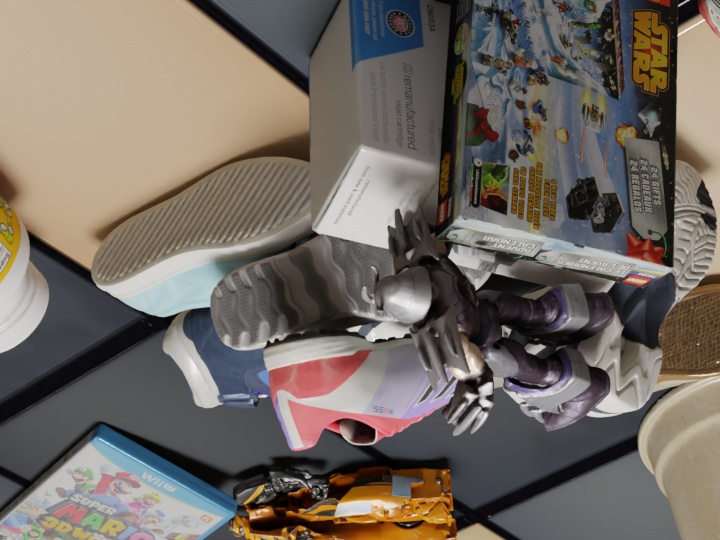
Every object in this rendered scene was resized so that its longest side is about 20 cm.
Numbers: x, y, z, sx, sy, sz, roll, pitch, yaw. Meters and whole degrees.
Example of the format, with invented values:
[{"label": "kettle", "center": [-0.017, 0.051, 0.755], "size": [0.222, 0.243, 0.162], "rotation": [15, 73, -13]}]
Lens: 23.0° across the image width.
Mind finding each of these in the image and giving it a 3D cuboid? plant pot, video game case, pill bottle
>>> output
[{"label": "plant pot", "center": [0.337, 0.205, 1.435], "size": [0.199, 0.184, 0.201], "rotation": [-2, 142, -2]}, {"label": "video game case", "center": [-0.219, 0.217, 1.530], "size": [0.143, 0.018, 0.200], "rotation": [33, 130, -21]}, {"label": "pill bottle", "center": [-0.289, -0.028, 1.172], "size": [0.104, 0.105, 0.200], "rotation": [-16, 140, 16]}]

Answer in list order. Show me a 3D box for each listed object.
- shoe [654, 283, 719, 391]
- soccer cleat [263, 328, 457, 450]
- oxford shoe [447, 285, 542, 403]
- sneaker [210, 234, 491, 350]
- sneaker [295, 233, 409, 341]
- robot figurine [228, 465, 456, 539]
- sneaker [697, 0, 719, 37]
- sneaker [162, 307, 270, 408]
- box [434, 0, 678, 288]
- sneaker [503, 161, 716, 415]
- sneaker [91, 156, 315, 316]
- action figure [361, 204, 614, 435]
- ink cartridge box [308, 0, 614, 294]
[{"label": "shoe", "center": [0.228, 0.057, 1.356], "size": [0.199, 0.070, 0.053], "rotation": [-19, -179, 13]}, {"label": "soccer cleat", "center": [0.016, 0.080, 1.163], "size": [0.068, 0.074, 0.199], "rotation": [-15, 167, 40]}, {"label": "oxford shoe", "center": [0.126, 0.053, 1.275], "size": [0.199, 0.058, 0.075], "rotation": [-28, 157, -9]}, {"label": "sneaker", "center": [0.000, 0.000, 1.167], "size": [0.199, 0.075, 0.082], "rotation": [-12, 179, 24]}, {"label": "sneaker", "center": [0.055, 0.016, 1.265], "size": [0.129, 0.080, 0.200], "rotation": [-13, 131, 27]}, {"label": "robot figurine", "center": [-0.017, 0.221, 1.534], "size": [0.198, 0.059, 0.146], "rotation": [-6, 139, 4]}, {"label": "sneaker", "center": [0.296, -0.184, 1.046], "size": [0.198, 0.078, 0.082], "rotation": [-15, 137, 0]}, {"label": "sneaker", "center": [-0.057, 0.072, 1.343], "size": [0.146, 0.081, 0.200], "rotation": [-16, 148, 34]}, {"label": "box", "center": [0.117, -0.101, 1.029], "size": [0.136, 0.202, 0.040], "rotation": [13, 157, -18]}, {"label": "sneaker", "center": [0.157, 0.014, 1.200], "size": [0.079, 0.200, 0.129], "rotation": [38, 149, -30]}, {"label": "sneaker", "center": [-0.089, -0.019, 1.228], "size": [0.199, 0.074, 0.082], "rotation": [-16, 145, 32]}, {"label": "action figure", "center": [0.070, 0.036, 1.026], "size": [0.069, 0.131, 0.199], "rotation": [-25, 149, 37]}, {"label": "ink cartridge box", "center": [0.074, -0.081, 1.094], "size": [0.199, 0.146, 0.084], "rotation": [13, 139, -19]}]
